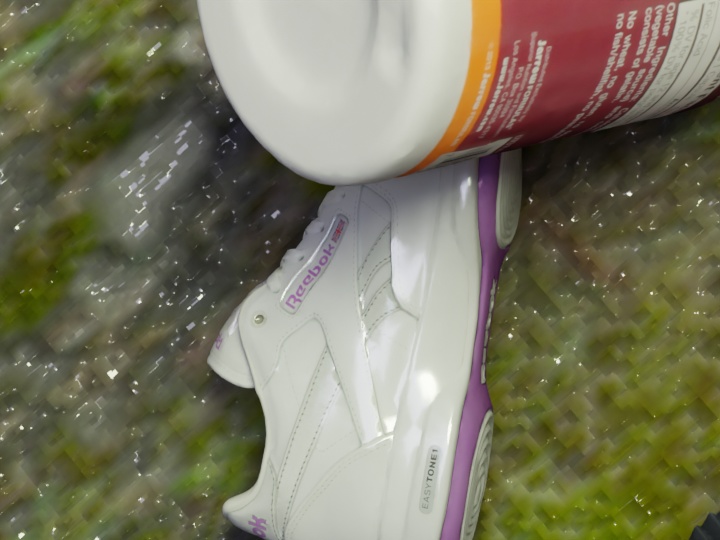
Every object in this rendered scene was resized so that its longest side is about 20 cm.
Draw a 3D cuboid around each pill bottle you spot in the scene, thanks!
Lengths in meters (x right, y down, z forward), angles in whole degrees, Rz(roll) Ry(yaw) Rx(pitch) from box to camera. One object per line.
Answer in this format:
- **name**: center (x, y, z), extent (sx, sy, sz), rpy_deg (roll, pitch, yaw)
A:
- **pill bottle**: center (0.060, -0.098, 0.797), extent (0.114, 0.200, 0.114), rpy_deg (21, 118, 47)

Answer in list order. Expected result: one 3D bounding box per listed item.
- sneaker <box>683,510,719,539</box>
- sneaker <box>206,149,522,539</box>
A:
- **sneaker**: center (0.159, 0.093, 0.825), extent (0.200, 0.082, 0.070), rpy_deg (-51, 30, 20)
- **sneaker**: center (0.000, 0.000, 0.867), extent (0.099, 0.075, 0.200), rpy_deg (7, 84, 13)
